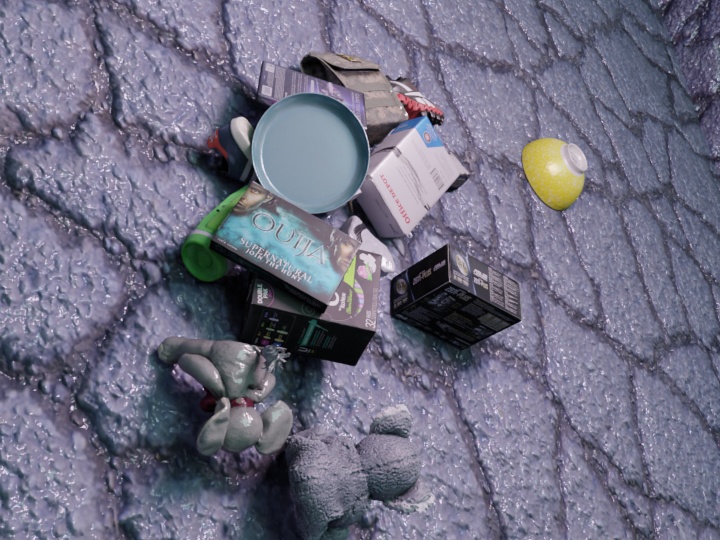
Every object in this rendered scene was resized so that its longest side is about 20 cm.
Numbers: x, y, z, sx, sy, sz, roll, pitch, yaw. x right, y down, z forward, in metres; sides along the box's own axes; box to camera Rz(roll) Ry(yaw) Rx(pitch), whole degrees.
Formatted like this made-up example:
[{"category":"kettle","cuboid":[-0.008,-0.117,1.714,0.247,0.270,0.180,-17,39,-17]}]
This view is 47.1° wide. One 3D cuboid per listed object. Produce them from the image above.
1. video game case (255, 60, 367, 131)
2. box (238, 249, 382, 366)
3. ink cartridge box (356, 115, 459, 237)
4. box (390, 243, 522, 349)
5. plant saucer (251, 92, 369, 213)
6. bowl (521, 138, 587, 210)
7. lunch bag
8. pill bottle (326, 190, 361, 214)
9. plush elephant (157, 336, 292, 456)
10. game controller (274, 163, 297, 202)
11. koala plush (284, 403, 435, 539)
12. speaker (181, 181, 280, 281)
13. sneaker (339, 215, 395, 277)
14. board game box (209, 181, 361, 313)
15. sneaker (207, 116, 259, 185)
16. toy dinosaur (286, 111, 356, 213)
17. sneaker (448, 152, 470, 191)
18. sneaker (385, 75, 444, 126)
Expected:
[{"category":"video game case","cuboid":[-0.085,-0.308,1.468,0.197,0.019,0.144,16,35,-14]},{"category":"box","cuboid":[-0.079,0.043,1.309,0.197,0.125,0.150,13,54,-11]},{"category":"ink cartridge box","cuboid":[0.084,-0.182,1.621,0.200,0.084,0.146,-48,116,-30]},{"category":"box","cuboid":[0.182,0.054,1.576,0.198,0.163,0.087,26,50,-30]},{"category":"plant saucer","cuboid":[-0.083,-0.194,1.376,0.196,0.027,0.204,1,85,-11]},{"category":"bowl","cuboid":[0.524,-0.269,2.152,0.198,0.107,0.203,24,52,-34]},{"category":"lunch bag","cuboid":[-0.019,-0.358,1.665,0.163,0.117,0.202,-18,76,-53]},{"category":"pill bottle","cuboid":[-0.082,-0.208,1.514,0.112,0.112,0.202,-30,88,-49]},{"category":"plush elephant","cuboid":[-0.181,0.185,1.154,0.164,0.198,0.157,24,69,-41]},{"category":"game controller","cuboid":[-0.101,-0.097,1.440,0.104,0.042,0.203,-101,170,-82]},{"category":"koala plush","cuboid":[-0.001,0.292,1.181,0.197,0.184,0.180,-12,72,-5]},{"category":"speaker","cuboid":[-0.203,-0.066,1.330,0.089,0.088,0.200,49,42,-9]},{"category":"sneaker","cuboid":[0.000,0.000,1.496,0.114,0.075,0.202,35,43,-21]},{"category":"board game box","cuboid":[-0.111,-0.038,1.255,0.198,0.028,0.136,29,54,0]},{"category":"sneaker","cuboid":[-0.192,-0.172,1.424,0.076,0.083,0.201,-91,156,-48]},{"category":"toy dinosaur","cuboid":[-0.068,-0.185,1.431,0.077,0.101,0.203,-53,119,-84]},{"category":"sneaker","cuboid":[0.156,-0.225,1.804,0.198,0.074,0.088,2,53,-51]},{"category":"sneaker","cuboid":[0.110,-0.377,1.837,0.198,0.071,0.099,11,61,-39]}]
